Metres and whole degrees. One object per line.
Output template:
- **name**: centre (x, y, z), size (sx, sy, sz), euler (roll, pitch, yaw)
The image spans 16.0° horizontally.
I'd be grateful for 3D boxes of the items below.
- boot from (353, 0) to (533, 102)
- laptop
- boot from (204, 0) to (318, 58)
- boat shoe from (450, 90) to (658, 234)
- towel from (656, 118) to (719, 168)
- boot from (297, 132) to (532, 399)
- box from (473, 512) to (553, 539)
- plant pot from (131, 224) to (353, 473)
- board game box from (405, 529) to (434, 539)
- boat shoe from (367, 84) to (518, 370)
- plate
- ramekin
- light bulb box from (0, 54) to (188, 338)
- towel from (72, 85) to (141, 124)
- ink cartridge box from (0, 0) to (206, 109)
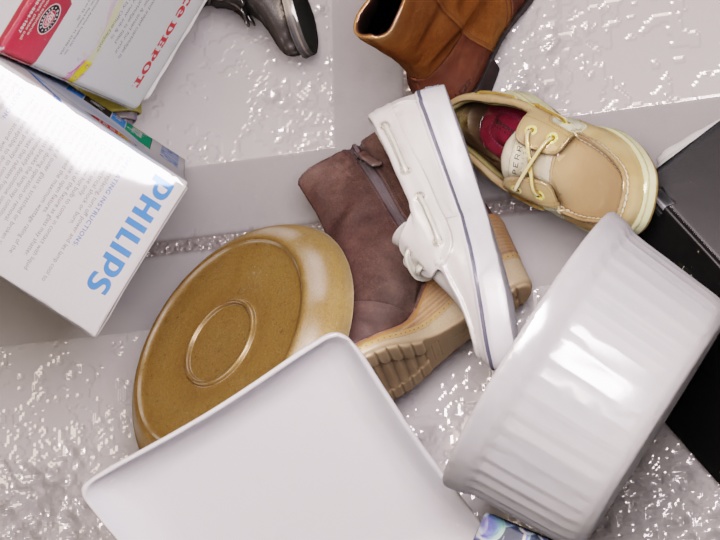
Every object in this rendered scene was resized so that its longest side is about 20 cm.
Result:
- **boot**: centre (0.056, -0.214, 1.731), size (0.068, 0.200, 0.189), euler (21, 82, 24)
- **laptop**: centre (0.266, 0.010, 1.667), size (0.187, 0.116, 0.201), euler (50, 136, 26)
- **boot**: centre (-0.139, -0.193, 1.861), size (0.174, 0.069, 0.200), euler (-34, 67, 4)
- **boat shoe**: centre (0.121, -0.071, 1.694), size (0.200, 0.066, 0.074), euler (30, 111, 56)
- **towel**: centre (0.301, -0.026, 1.689), size (0.149, 0.031, 0.201), euler (-31, 69, 11)
- **boot**: centre (0.000, 0.000, 1.745), size (0.199, 0.073, 0.167), euler (-29, 58, -15)
- **box**: centre (0.148, 0.263, 1.610), size (0.199, 0.107, 0.149), euler (21, 83, 24)
- **plant pot**: centre (-0.087, 0.052, 1.712), size (0.200, 0.027, 0.201), euler (-29, 42, 31)
- **board game box**: centre (-0.044, 0.143, 1.746), size (0.134, 0.045, 0.201), euler (-33, 67, 7)
- **boat shoe**: centre (0.053, -0.023, 1.677), size (0.065, 0.072, 0.201), euler (-17, 77, 4)
- **plate**: centre (-0.046, 0.153, 1.643), size (0.199, 0.200, 0.032), euler (-31, 26, 8)
- **ramekin**: centre (0.143, 0.073, 1.589), size (0.097, 0.200, 0.201), euler (32, 87, 9)
- **light bulb box**: centre (-0.231, -0.070, 1.749), size (0.199, 0.198, 0.125), euler (33, 94, -8)
- **towel**: centre (-0.230, -0.191, 1.923), size (0.143, 0.023, 0.201), euler (-7, 72, 18)
- **ink cartridge box**: centre (-0.187, -0.206, 1.742), size (0.083, 0.200, 0.146), euler (34, 95, 22)
